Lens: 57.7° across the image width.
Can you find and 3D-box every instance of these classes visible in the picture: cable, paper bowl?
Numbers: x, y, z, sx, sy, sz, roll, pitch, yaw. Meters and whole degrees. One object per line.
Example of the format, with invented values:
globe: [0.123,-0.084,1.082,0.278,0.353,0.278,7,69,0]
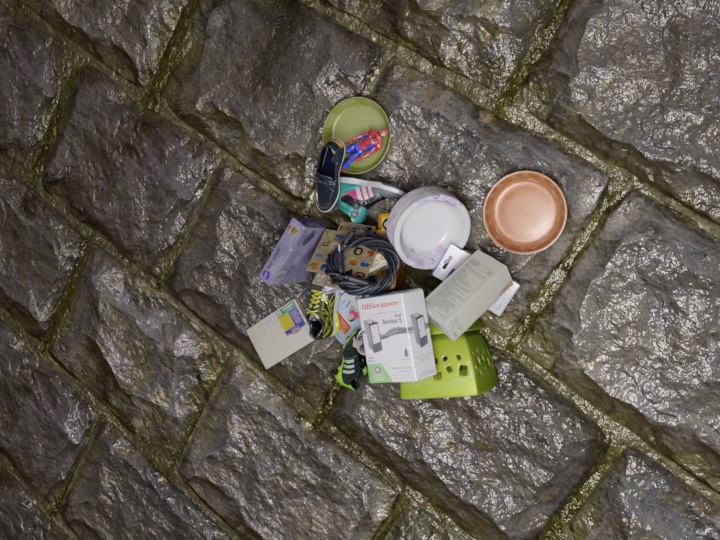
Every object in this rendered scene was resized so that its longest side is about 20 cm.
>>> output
cable: [0.004,-0.014,1.588,0.163,0.051,0.200,-39,54,-12]
paper bowl: [0.162,-0.113,1.616,0.201,0.200,0.104,-57,29,18]

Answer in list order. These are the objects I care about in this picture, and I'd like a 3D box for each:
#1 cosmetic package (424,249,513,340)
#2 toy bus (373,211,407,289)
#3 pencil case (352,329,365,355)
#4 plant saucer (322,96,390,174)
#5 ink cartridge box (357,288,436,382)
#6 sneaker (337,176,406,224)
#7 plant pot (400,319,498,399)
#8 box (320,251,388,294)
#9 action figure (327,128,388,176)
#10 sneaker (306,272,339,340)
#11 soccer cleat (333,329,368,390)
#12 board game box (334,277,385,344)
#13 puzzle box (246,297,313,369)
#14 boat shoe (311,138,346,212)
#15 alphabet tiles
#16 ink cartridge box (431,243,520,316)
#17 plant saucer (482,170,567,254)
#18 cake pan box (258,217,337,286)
cosmetic package: [0.246,0.055,1.516,0.200,0.071,0.105,-41,42,-9]
toy bus: [0.070,-0.051,1.717,0.078,0.065,0.201,-6,93,27]
pencil case: [0.069,0.199,1.666,0.089,0.200,0.078,-28,56,27]
plant saucer: [-0.007,-0.358,1.743,0.199,0.031,0.201,3,97,25]
ink cartridge box: [0.082,0.150,1.506,0.145,0.084,0.201,-11,88,43]
sneaker: [0.020,-0.176,1.716,0.200,0.084,0.121,13,95,31]
plant pot: [0.213,0.210,1.608,0.198,0.200,0.182,-9,84,25]
box: [0.000,0.000,1.651,0.200,0.039,0.042,-23,74,0]
action figure: [-0.010,-0.314,1.708,0.200,0.052,0.066,-29,78,23]
sneaker: [-0.102,0.092,1.711,0.074,0.085,0.201,6,112,38]
soccer cleat: [-0.013,0.235,1.718,0.081,0.068,0.200,29,132,16]
board game box: [-0.016,0.104,1.741,0.200,0.056,0.196,49,132,13]
puzzle box: [-0.227,0.184,1.896,0.200,0.025,0.133,-32,81,23]
boat shoe: [-0.087,-0.244,1.701,0.074,0.062,0.200,26,119,21]
alphabet tiles: [-0.041,-0.040,1.657,0.166,0.006,0.200,11,59,24]
ink cartridge box: [0.285,0.020,1.617,0.200,0.037,0.095,31,108,2]
plant saucer: [0.397,-0.139,1.575,0.200,0.037,0.201,2,96,24]
cake pan box: [-0.166,-0.047,1.761,0.052,0.184,0.200,39,110,21]
